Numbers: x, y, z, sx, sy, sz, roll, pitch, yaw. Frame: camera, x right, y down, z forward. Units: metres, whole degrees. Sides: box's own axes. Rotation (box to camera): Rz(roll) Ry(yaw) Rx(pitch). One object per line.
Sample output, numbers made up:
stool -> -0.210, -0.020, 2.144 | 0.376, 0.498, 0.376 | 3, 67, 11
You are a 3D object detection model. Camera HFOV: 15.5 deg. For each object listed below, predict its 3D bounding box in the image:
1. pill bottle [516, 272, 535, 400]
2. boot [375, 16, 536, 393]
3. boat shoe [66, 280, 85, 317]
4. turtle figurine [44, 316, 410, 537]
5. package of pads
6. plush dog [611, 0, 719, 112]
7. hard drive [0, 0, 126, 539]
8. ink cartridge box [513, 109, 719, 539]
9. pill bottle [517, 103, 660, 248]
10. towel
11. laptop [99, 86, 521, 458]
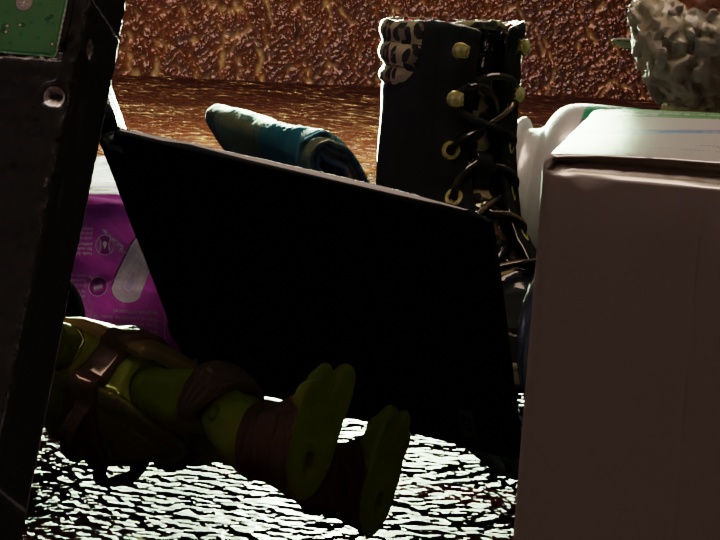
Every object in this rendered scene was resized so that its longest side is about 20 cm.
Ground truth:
pill bottle -> 0.117, 0.024, 0.940 | 0.111, 0.113, 0.200 | 6, 8, 14
boot -> 0.054, -0.031, 1.152 | 0.073, 0.155, 0.203 | 0, 8, -25
boat shoe -> -0.187, 0.020, 0.947 | 0.063, 0.074, 0.201 | 14, 14, 42
turtle figurine -> -0.073, 0.035, 0.848 | 0.160, 0.065, 0.200 | 17, -24, 30
package of pads -> -0.090, -0.008, 1.206 | 0.119, 0.076, 0.200 | 2, 7, 4
plush dog -> 0.180, -0.022, 1.130 | 0.199, 0.173, 0.160 | 15, -23, -17
hard drive -> -0.146, -0.006, 0.713 | 0.139, 0.202, 0.038 | 5, -16, 13
ink cartridge box -> 0.090, 0.035, 0.707 | 0.087, 0.147, 0.200 | 4, 8, 6
pill bottle -> 0.142, -0.021, 1.278 | 0.198, 0.114, 0.113 | 6, 8, 11
towel -> 0.000, 0.000, 1.016 | 0.022, 0.147, 0.200 | -35, 13, -6
laptop -> -0.032, -0.041, 0.868 | 0.103, 0.201, 0.178 | -19, -28, -4
